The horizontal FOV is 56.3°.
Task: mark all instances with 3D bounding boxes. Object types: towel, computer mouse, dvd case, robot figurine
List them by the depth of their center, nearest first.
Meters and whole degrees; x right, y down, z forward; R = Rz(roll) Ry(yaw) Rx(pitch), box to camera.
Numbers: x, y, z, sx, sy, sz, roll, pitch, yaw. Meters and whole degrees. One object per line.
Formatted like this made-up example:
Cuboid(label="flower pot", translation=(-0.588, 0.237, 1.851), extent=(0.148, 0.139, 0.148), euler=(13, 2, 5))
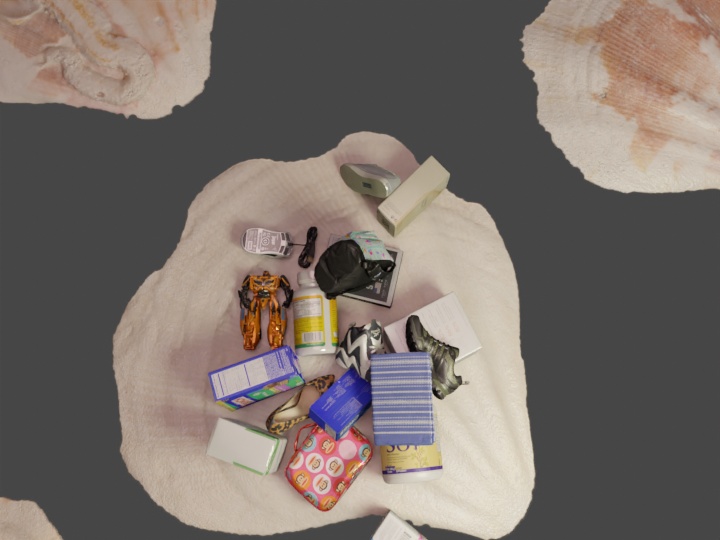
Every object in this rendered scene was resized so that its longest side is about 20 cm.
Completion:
Cuboid(label="towel", translation=(0.094, 0.286, 1.501), extent=(0.141, 0.024, 0.205), euler=(-5, 80, 17))
Cuboid(label="robot figurine", translation=(-0.241, 0.097, 1.695), extent=(0.141, 0.058, 0.205), euler=(-1, 76, 0))
Cuboid(label="dvd case", translation=(0.000, 0.000, 1.733), extent=(0.195, 0.025, 0.154), euler=(13, 77, 5))
Cuboid(label="computer mouse", translation=(-0.212, -0.070, 1.749), extent=(0.195, 0.044, 0.112), euler=(7, 80, -3))

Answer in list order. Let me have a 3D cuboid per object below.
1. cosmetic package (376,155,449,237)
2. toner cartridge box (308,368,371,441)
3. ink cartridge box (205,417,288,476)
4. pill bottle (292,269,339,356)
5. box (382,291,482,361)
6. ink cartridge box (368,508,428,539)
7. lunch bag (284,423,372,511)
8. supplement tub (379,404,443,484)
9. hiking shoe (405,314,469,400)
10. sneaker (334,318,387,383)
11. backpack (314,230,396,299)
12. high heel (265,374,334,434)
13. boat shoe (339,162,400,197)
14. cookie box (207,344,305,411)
Cuboid(label="cosmetic package", translation=(0.134, -0.189, 1.739), extent=(0.200, 0.104, 0.073), euler=(-43, 79, -8))
Cuboid(label="toner cartridge box", translation=(-0.023, 0.301, 1.597), extent=(0.094, 0.044, 0.199), euler=(37, 54, 20))
Cuboid(label="ink cartridge box", translation=(-0.254, 0.402, 1.545), extent=(0.142, 0.200, 0.089), euler=(18, 79, 5))
Cuboid(label="pill bottle", translation=(-0.111, 0.105, 1.655), extent=(0.110, 0.113, 0.205), euler=(-4, 81, 0))
Cuboid(label="box", translation=(0.171, 0.171, 1.641), extent=(0.197, 0.107, 0.155), euler=(-26, 77, -6))
Cuboid(label="ink cartridge box", translation=(0.104, 0.667, 1.525), extent=(0.199, 0.085, 0.145), euler=(36, 79, 11))
Cuboid(label="lunch bag", translation=(-0.084, 0.442, 1.590), extent=(0.175, 0.082, 0.201), euler=(39, 80, 11))
Cuboid(label="supplement tub", translation=(0.113, 0.385, 1.567), extent=(0.142, 0.146, 0.205), euler=(-6, 75, 0))
Cuboid(label="hiking shoe", translation=(0.174, 0.188, 1.552), extent=(0.099, 0.076, 0.203), euler=(-23, 86, -14))
Cuboid(label="sneaker", translation=(0.039, 0.186, 1.571), extent=(0.197, 0.079, 0.132), euler=(24, 107, 33))
Cuboid(label="backpack", translation=(-0.005, -0.022, 1.627), extent=(0.166, 0.198, 0.129), euler=(-33, 77, 33))
Cuboid(label="high heel", translation=(-0.137, 0.313, 1.593), extent=(0.199, 0.143, 0.072), euler=(-42, 77, -9))
Cuboid(label="boat shoe", translation=(0.027, -0.241, 1.747), extent=(0.071, 0.071, 0.199), euler=(-30, 37, -29))
Cuboid(label="cookie box", translation=(-0.241, 0.258, 1.597), extent=(0.196, 0.172, 0.077), euler=(-19, 72, -3))
